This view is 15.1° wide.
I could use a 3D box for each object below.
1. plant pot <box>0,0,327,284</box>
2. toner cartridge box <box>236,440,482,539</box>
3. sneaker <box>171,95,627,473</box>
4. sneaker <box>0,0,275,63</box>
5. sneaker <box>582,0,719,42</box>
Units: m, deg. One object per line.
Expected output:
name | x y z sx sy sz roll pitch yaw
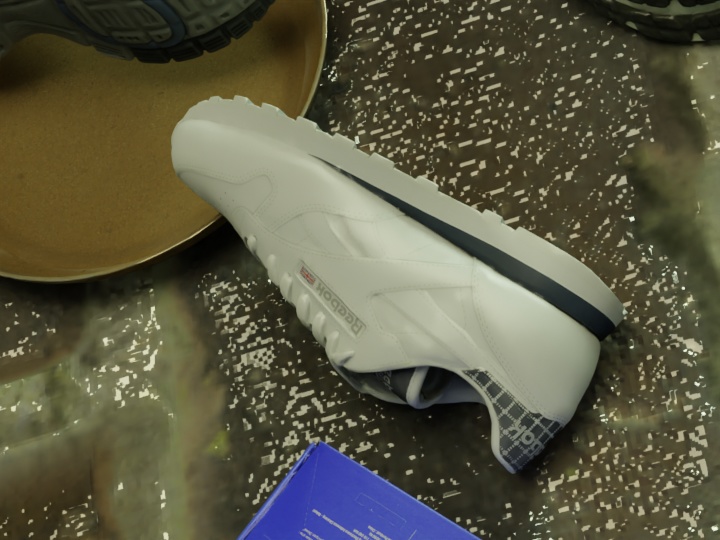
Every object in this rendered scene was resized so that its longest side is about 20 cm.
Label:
plant pot | -0.103 -0.076 1.155 0.200 0.027 0.200 -12 55 17
toner cartridge box | 0.034 0.147 0.945 0.200 0.043 0.095 30 76 35
sneaker | 0.000 0.000 1.026 0.200 0.076 0.081 28 87 27
sneaker | -0.122 -0.138 1.142 0.200 0.075 0.087 1 56 24
sneaker | 0.161 -0.144 1.065 0.200 0.077 0.089 5 49 21
